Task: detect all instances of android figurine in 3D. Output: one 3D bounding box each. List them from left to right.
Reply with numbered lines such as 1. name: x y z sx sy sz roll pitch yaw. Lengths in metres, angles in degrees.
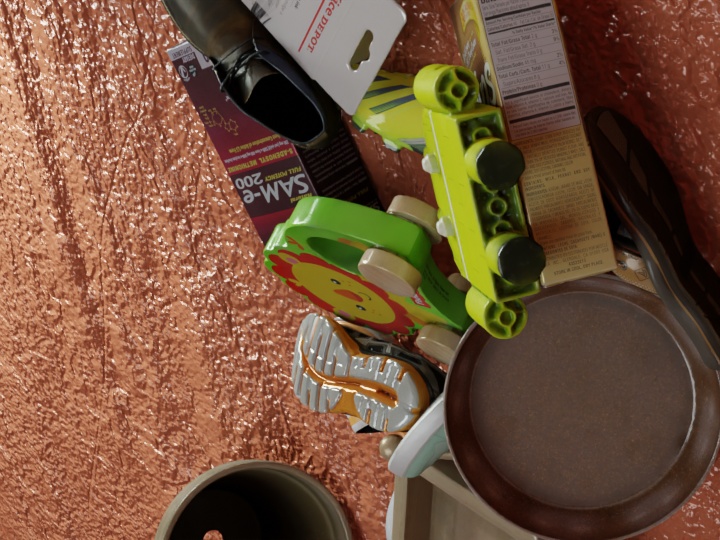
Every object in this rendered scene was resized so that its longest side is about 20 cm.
1. android figurine: 0.075 -0.049 1.080 0.200 0.041 0.182 -134 30 -76

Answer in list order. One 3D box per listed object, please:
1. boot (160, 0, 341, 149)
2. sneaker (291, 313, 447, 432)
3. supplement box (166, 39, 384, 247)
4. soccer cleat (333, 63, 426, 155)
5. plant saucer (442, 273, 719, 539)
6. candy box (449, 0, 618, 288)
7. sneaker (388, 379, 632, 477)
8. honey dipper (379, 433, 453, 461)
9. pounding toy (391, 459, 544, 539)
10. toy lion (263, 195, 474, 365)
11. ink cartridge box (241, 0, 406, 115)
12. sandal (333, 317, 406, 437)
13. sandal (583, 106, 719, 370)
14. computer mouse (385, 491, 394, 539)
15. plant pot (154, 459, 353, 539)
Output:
1. boot: -0.085 -0.171 1.238 0.200 0.075 0.097 46 -173 -10
2. sneaker: 0.010 0.090 1.366 0.200 0.077 0.078 27 108 52
3. supplement box: -0.071 -0.116 1.359 0.109 0.061 0.200 -12 108 52
4. soccer cleat: 0.060 -0.118 1.219 0.200 0.065 0.084 35 110 34
5. plant saucer: 0.160 0.097 1.170 0.200 0.034 0.201 1 100 7
6. candy box: 0.113 -0.092 1.081 0.115 0.055 0.200 -170 66 -86
7. sneaker: 0.121 0.119 1.229 0.200 0.074 0.118 -41 89 11
8. honey dipper: 0.114 0.146 1.277 0.200 0.038 0.038 2 125 11
9. pounding toy: 0.144 0.236 1.340 0.200 0.142 0.184 29 129 39
10. toy lion: 0.000 0.000 1.288 0.191 0.069 0.200 16 160 30
11. ink cartridge box: -0.029 -0.227 1.204 0.200 0.068 0.116 49 139 15
12. sandal: 0.029 0.130 1.432 0.207 0.059 0.079 52 144 6
13. sandal: 0.195 -0.016 1.105 0.055 0.082 0.200 -23 107 32
14. computer mouse: 0.052 0.274 1.531 0.110 0.044 0.200 25 134 38
15. plant pot: -0.127 0.284 1.653 0.200 0.200 0.174 63 162 -9
